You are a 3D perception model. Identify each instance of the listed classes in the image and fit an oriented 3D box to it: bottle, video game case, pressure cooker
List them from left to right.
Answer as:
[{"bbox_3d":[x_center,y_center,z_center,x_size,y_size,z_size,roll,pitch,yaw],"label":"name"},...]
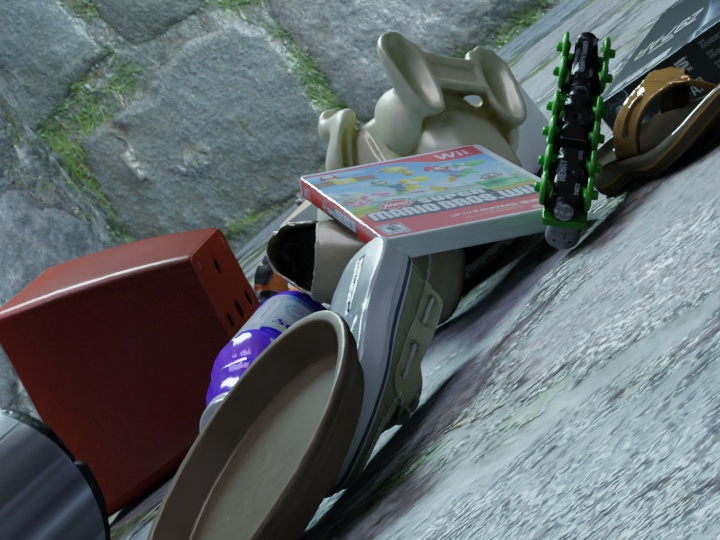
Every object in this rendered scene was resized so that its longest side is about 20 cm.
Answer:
[{"bbox_3d":[-0.292,0.207,1.570,0.176,0.179,0.200,-32,8,34],"label":"pressure cooker"},{"bbox_3d":[-0.063,0.078,1.574,0.065,0.084,0.200,-43,3,21],"label":"bottle"},{"bbox_3d":[0.053,-0.050,1.560,0.142,0.018,0.200,-11,17,-16],"label":"video game case"}]

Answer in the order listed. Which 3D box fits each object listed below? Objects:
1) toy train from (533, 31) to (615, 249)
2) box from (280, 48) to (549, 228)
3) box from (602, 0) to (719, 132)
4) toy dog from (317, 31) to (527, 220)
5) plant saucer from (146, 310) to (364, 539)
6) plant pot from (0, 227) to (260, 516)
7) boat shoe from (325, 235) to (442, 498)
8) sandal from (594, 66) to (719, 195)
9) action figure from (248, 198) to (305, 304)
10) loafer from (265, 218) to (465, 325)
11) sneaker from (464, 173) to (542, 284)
[{"bbox_3d":[0.141,-0.088,1.489,0.201,0.041,0.057,-76,-7,-49],"label":"toy train"},{"bbox_3d":[0.054,-0.076,1.947,0.200,0.106,0.152,-37,6,28],"label":"box"},{"bbox_3d":[0.275,-0.184,1.616,0.200,0.044,0.160,-35,11,42],"label":"box"},{"bbox_3d":[0.041,-0.062,1.781,0.139,0.194,0.200,-6,-32,-45],"label":"toy dog"},{"bbox_3d":[-0.059,0.113,1.250,0.200,0.029,0.200,-49,19,23],"label":"plant saucer"},{"bbox_3d":[-0.179,0.071,1.968,0.176,0.201,0.200,-25,8,13],"label":"plant pot"},{"bbox_3d":[0.010,0.060,1.320,0.072,0.062,0.201,-41,21,41],"label":"boat shoe"},{"bbox_3d":[0.194,-0.101,1.462,0.080,0.054,0.200,-41,6,-23],"label":"sandal"},{"bbox_3d":[-0.094,0.027,2.102,0.194,0.104,0.200,-47,-26,-18],"label":"action figure"},{"bbox_3d":[0.000,0.000,1.589,0.068,0.076,0.200,4,-1,-34],"label":"loafer"},{"bbox_3d":[0.048,-0.025,1.656,0.200,0.088,0.076,-36,6,28],"label":"sneaker"}]
